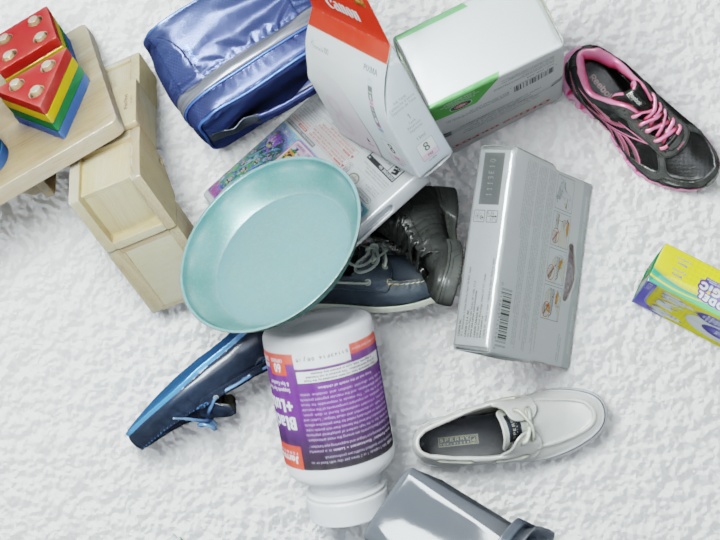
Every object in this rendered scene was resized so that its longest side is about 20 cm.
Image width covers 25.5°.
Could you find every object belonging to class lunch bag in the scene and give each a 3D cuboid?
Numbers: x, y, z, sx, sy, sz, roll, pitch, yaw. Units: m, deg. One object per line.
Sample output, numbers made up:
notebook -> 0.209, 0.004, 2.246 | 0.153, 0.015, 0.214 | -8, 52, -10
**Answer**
lunch bag -> -0.104, -0.219, 1.618 | 0.200, 0.136, 0.132 | -33, 83, 0

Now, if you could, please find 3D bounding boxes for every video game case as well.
video game case -> -0.048, -0.084, 1.600 | 0.182, 0.024, 0.200 | -42, 45, 0

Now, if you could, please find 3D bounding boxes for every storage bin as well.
storage bin -> 0.086, 0.272, 1.530 | 0.134, 0.200, 0.146 | 33, 88, 18

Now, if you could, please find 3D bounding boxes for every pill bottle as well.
pill bottle -> -0.027, 0.146, 1.571 | 0.111, 0.111, 0.200 | -9, 102, 4

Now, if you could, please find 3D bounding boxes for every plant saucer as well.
plant saucer -> -0.081, -0.019, 1.531 | 0.200, 0.036, 0.200 | -17, 50, 22

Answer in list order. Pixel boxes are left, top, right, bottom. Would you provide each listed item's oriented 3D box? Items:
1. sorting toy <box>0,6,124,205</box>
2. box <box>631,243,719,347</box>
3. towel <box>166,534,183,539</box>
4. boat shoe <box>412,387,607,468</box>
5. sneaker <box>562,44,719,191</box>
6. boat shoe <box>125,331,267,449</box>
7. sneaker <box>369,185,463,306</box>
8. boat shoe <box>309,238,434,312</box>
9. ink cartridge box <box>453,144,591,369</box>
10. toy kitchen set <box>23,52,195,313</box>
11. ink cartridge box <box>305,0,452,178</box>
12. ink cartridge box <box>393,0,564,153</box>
sorting toy -> -0.356, -0.165, 1.607 | 0.200, 0.070, 0.199 | -30, 41, 3
box -> 0.370, 0.048, 1.558 | 0.200, 0.117, 0.048 | 26, 80, 7
towel -> -0.182, 0.390, 1.615 | 0.149, 0.031, 0.200 | -40, 82, 1
boat shoe -> 0.149, 0.158, 1.591 | 0.200, 0.066, 0.072 | -6, 83, 5
sneaker -> 0.281, -0.156, 1.599 | 0.200, 0.095, 0.079 | 41, 87, 6
boat shoe -> -0.148, 0.124, 1.610 | 0.200, 0.084, 0.069 | -38, 100, 11
sneaker -> 0.044, -0.042, 1.581 | 0.104, 0.200, 0.060 | 10, 129, -7
boat shoe -> 0.000, 0.000, 1.615 | 0.200, 0.075, 0.062 | -2, 120, 11
ink cartridge box -> 0.163, -0.009, 1.572 | 0.044, 0.174, 0.200 | 5, 84, 33
toy kitchen set -> -0.261, -0.079, 1.653 | 0.163, 0.181, 0.200 | -21, 43, 12
ink cartridge box -> -0.010, -0.191, 1.481 | 0.057, 0.163, 0.200 | -42, 125, -8
ink cartridge box -> 0.119, -0.197, 1.565 | 0.146, 0.200, 0.084 | -26, 80, 2
